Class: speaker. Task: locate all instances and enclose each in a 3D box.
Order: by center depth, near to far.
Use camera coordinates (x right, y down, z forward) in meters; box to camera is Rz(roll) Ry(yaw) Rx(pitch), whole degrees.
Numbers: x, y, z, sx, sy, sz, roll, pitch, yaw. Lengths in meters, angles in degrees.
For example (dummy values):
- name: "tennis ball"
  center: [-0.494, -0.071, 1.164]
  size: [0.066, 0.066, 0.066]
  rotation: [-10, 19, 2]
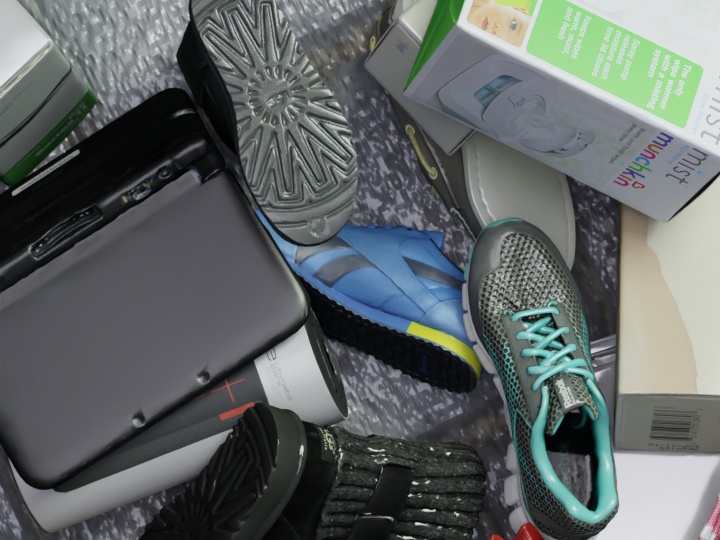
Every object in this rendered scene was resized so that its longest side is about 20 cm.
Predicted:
- name: "speaker"
  center: [-0.109, 0.086, 1.686]
  size: [0.199, 0.081, 0.082]
  rotation: [-21, 84, 6]

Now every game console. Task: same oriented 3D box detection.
- name: "game console"
  center: [-0.152, 0.007, 1.688]
  size: [0.199, 0.176, 0.117]
  rotation: [-32, 114, 0]

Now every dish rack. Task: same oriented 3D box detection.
- name: "dish rack"
  center: [0.199, 0.113, 1.703]
  size: [0.199, 0.044, 0.173]
  rotation: [-17, 83, -1]

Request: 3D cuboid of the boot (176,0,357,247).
- name: "boot"
  center: [-0.058, -0.083, 1.653]
  size: [0.065, 0.200, 0.166]
  rotation: [-18, 86, -10]

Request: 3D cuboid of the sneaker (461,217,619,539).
- name: "sneaker"
  center: [0.114, 0.065, 1.635]
  size: [0.077, 0.091, 0.201]
  rotation: [-14, 88, -13]

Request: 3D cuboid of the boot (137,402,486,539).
- name: "boot"
  center: [-0.034, 0.171, 1.685]
  size: [0.157, 0.211, 0.080]
  rotation: [15, 41, -33]

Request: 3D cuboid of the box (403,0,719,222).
- name: "box"
  center: [0.143, -0.159, 1.602]
  size: [0.176, 0.097, 0.201]
  rotation: [26, 62, -8]

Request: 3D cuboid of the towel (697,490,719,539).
- name: "towel"
  center: [0.278, 0.143, 1.657]
  size: [0.146, 0.030, 0.201]
  rotation: [23, 94, -31]

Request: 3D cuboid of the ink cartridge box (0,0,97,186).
- name: "ink cartridge box"
  center: [-0.242, -0.139, 1.662]
  size: [0.083, 0.200, 0.147]
  rotation: [-43, 85, -3]

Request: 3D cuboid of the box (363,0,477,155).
- name: "box"
  center: [0.099, -0.165, 1.679]
  size: [0.082, 0.068, 0.200]
  rotation: [47, 62, 2]

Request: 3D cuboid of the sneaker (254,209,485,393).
- name: "sneaker"
  center: [0.000, 0.000, 1.716]
  size: [0.199, 0.066, 0.079]
  rotation: [25, 64, 7]

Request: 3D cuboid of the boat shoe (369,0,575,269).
- name: "boat shoe"
  center: [0.067, -0.077, 1.717]
  size: [0.072, 0.060, 0.203]
  rotation: [-22, 85, -35]

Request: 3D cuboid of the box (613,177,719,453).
- name: "box"
  center: [0.190, -0.001, 1.661]
  size: [0.077, 0.095, 0.201]
  rotation: [1, 64, 4]

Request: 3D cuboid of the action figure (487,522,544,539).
- name: "action figure"
  center: [0.041, 0.240, 1.654]
  size: [0.200, 0.065, 0.099]
  rotation: [-37, 74, 33]
